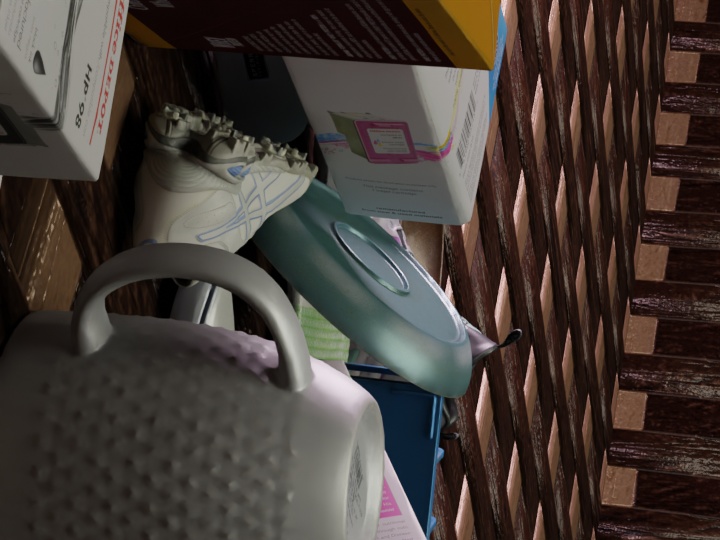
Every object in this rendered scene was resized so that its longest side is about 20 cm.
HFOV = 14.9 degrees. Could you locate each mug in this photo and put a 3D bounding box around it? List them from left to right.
[{"bbox_3d":[-0.083,0.077,1.339,0.148,0.174,0.201,-66,157,-58],"label":"mug"}]

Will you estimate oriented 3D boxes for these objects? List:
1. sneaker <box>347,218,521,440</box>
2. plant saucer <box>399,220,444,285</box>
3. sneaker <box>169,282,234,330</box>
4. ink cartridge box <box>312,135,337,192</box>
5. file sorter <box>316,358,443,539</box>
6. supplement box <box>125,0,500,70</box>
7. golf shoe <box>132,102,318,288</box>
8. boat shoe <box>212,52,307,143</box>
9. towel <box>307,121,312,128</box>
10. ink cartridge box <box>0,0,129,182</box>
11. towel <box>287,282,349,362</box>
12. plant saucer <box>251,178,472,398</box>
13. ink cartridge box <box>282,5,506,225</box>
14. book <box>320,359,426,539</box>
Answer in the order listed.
[{"bbox_3d":[0.052,0.028,2.040,0.078,0.139,0.201,-23,117,-76],"label":"sneaker"},{"bbox_3d":[0.031,0.000,2.185,0.200,0.036,0.202,4,90,-78],"label":"plant saucer"},{"bbox_3d":[-0.077,0.094,1.622,0.073,0.070,0.201,-54,146,-68],"label":"sneaker"},{"bbox_3d":[0.015,-0.147,1.853,0.146,0.085,0.201,-107,-160,-77],"label":"ink cartridge box"},{"bbox_3d":[-0.018,0.161,1.761,0.123,0.138,0.201,-22,118,-80],"label":"file sorter"},{"bbox_3d":[-0.036,-0.191,1.399,0.197,0.199,0.134,31,64,-77],"label":"supplement box"},{"bbox_3d":[-0.088,-0.040,1.575,0.098,0.078,0.200,-69,164,6],"label":"golf shoe"},{"bbox_3d":[-0.059,-0.165,1.634,0.201,0.070,0.070,82,6,-50],"label":"boat shoe"},{"bbox_3d":[-0.028,-0.164,1.751,0.200,0.024,0.148,-138,-129,-84],"label":"towel"},{"bbox_3d":[-0.151,-0.115,1.206,0.200,0.066,0.117,62,33,-68],"label":"ink cartridge box"},{"bbox_3d":[-0.040,0.069,1.912,0.149,0.030,0.201,17,80,-75],"label":"towel"},{"bbox_3d":[0.000,0.000,1.712,0.027,0.200,0.200,-47,175,13],"label":"plant saucer"},{"bbox_3d":[0.024,-0.138,1.629,0.200,0.084,0.145,70,29,-62],"label":"ink cartridge box"},{"bbox_3d":[-0.043,0.129,1.462,0.200,0.133,0.048,-115,-163,-50],"label":"book"}]
